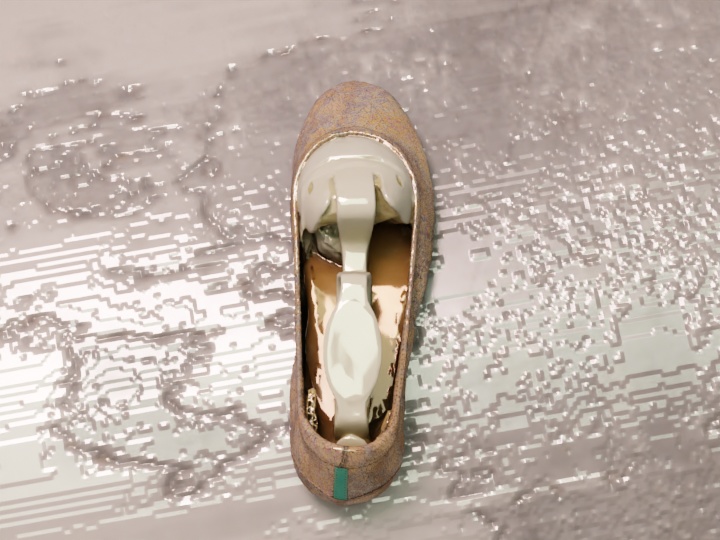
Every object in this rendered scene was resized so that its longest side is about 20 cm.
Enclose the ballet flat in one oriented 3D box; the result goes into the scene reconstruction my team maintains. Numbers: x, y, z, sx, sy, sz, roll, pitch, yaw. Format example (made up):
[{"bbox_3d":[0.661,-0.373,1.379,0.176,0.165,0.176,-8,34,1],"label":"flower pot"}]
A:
[{"bbox_3d":[0.000,0.000,1.012,0.067,0.067,0.202,-2,70,2],"label":"ballet flat"}]
